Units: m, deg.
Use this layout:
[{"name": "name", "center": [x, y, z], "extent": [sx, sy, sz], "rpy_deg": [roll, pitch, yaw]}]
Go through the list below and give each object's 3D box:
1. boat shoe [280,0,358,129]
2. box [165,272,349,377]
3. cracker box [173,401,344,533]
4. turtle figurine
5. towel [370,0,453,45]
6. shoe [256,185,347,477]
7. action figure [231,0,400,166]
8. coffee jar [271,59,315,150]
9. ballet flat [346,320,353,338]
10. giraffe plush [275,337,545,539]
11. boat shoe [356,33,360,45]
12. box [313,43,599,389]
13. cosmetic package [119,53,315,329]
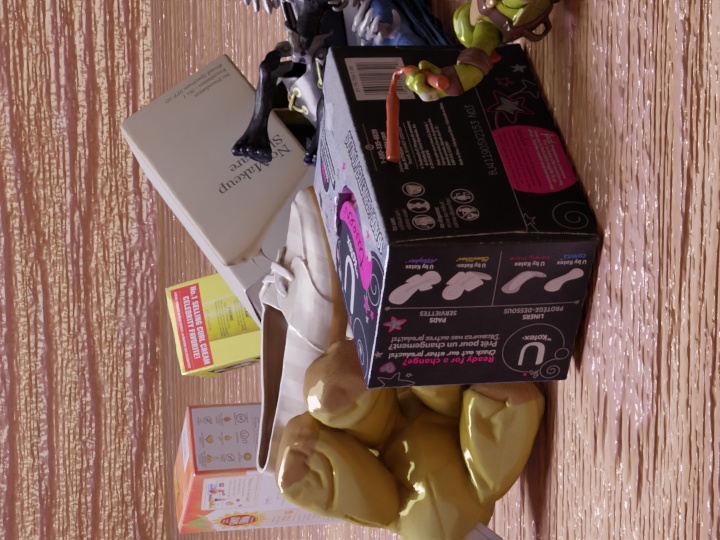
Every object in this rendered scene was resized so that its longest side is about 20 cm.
[{"name": "boat shoe", "center": [-0.029, -0.149, 1.740], "extent": [0.072, 0.060, 0.203], "rpy_deg": [-137, 39, -75]}, {"name": "box", "center": [-0.047, 0.023, 1.798], "extent": [0.050, 0.198, 0.076], "rpy_deg": [8, -110, -65]}, {"name": "cracker box", "center": [-0.033, 0.141, 1.745], "extent": [0.134, 0.198, 0.058], "rpy_deg": [110, 155, -64]}, {"name": "turtle figurine", "center": [0.083, -0.156, 1.361], "extent": [0.201, 0.064, 0.161], "rpy_deg": [-60, 3, -26]}, {"name": "towel", "center": [0.042, -0.125, 1.679], "extent": [0.200, 0.048, 0.113], "rpy_deg": [-117, 26, -63]}, {"name": "shoe", "center": [-0.042, 0.044, 1.602], "extent": [0.070, 0.053, 0.202], "rpy_deg": [-163, 73, -73]}, {"name": "action figure", "center": [-0.032, -0.174, 1.643], "extent": [0.102, 0.118, 0.202], "rpy_deg": [175, 103, -80]}, {"name": "coffee jar", "center": [-0.019, -0.067, 1.857], "extent": [0.085, 0.103, 0.202], "rpy_deg": [-19, -74, -76]}, {"name": "ballet flat", "center": [0.000, 0.000, 1.650], "extent": [0.201, 0.068, 0.072], "rpy_deg": [95, -171, -50]}, {"name": "giraffe plush", "center": [0.044, 0.101, 1.549], "extent": [0.201, 0.172, 0.162], "rpy_deg": [54, -169, -17]}, {"name": "boat shoe", "center": [0.012, -0.243, 1.776], "extent": [0.060, 0.075, 0.201], "rpy_deg": [-53, -16, -31]}, {"name": "box", "center": [0.050, -0.035, 1.435], "extent": [0.201, 0.131, 0.115], "rpy_deg": [-106, 18, -50]}, {"name": "cosmetic package", "center": [-0.083, -0.056, 1.759], "extent": [0.200, 0.103, 0.073], "rpy_deg": [50, 171, 37]}]
